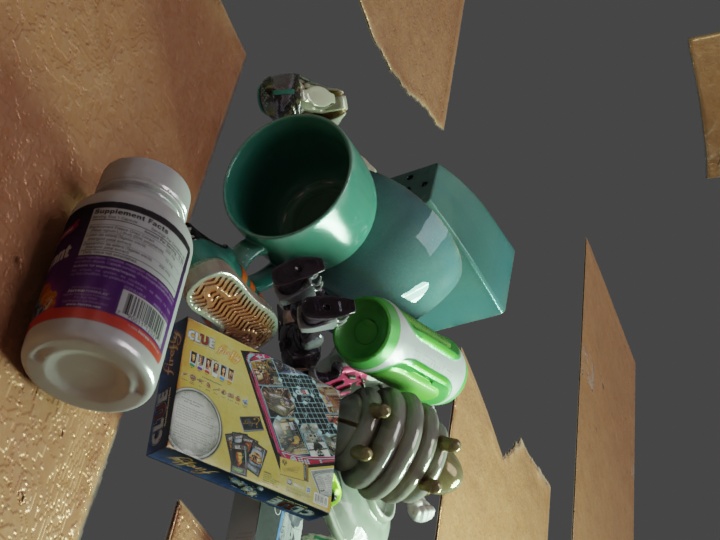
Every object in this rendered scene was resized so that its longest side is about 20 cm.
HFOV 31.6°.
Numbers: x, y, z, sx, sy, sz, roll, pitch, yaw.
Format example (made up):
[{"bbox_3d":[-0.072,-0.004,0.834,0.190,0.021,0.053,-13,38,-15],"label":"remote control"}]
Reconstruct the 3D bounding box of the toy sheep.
[{"bbox_3d":[0.027,0.189,1.393,0.199,0.138,0.139,32,42,-16],"label":"toy sheep"}]

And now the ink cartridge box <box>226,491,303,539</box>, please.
[{"bbox_3d":[-0.104,0.310,1.280,0.100,0.039,0.202,58,32,-46],"label":"ink cartridge box"}]

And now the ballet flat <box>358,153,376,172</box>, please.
[{"bbox_3d":[0.004,-0.094,1.573,0.200,0.073,0.073,46,35,-21],"label":"ballet flat"}]

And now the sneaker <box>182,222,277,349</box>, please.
[{"bbox_3d":[-0.137,0.018,1.263,0.080,0.071,0.200,62,-3,28],"label":"sneaker"}]

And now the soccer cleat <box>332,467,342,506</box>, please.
[{"bbox_3d":[-0.076,0.179,1.351,0.201,0.067,0.082,55,21,-37],"label":"soccer cleat"}]

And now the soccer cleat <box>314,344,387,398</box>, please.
[{"bbox_3d":[-0.016,0.110,1.551,0.200,0.069,0.087,23,45,-67],"label":"soccer cleat"}]

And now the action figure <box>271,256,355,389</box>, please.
[{"bbox_3d":[-0.055,0.062,1.334,0.200,0.069,0.131,103,-33,-64],"label":"action figure"}]

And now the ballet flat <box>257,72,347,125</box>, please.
[{"bbox_3d":[-0.054,-0.200,1.555,0.200,0.071,0.073,2,80,-68],"label":"ballet flat"}]

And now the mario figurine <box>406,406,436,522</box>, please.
[{"bbox_3d":[0.083,0.250,1.663,0.124,0.106,0.200,49,10,12],"label":"mario figurine"}]

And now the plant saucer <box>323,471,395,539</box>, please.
[{"bbox_3d":[0.000,0.248,1.497,0.200,0.050,0.202,-18,90,-74],"label":"plant saucer"}]

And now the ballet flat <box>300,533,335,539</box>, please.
[{"bbox_3d":[-0.021,0.385,1.418,0.072,0.071,0.202,-53,130,-61],"label":"ballet flat"}]

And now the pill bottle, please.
[{"bbox_3d":[-0.201,0.006,1.057,0.112,0.110,0.202,59,31,-43],"label":"pill bottle"}]

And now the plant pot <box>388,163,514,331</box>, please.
[{"bbox_3d":[0.111,-0.042,1.817,0.201,0.140,0.142,58,31,-30],"label":"plant pot"}]

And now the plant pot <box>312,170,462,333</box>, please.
[{"bbox_3d":[0.000,0.000,1.491,0.135,0.199,0.201,-50,133,-28],"label":"plant pot"}]

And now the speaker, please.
[{"bbox_3d":[0.048,0.093,1.429,0.200,0.088,0.090,33,51,-55],"label":"speaker"}]

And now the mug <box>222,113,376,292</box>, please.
[{"bbox_3d":[-0.072,-0.068,1.386,0.115,0.184,0.153,50,13,-56],"label":"mug"}]

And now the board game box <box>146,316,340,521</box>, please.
[{"bbox_3d":[-0.107,0.146,1.235,0.199,0.034,0.137,30,51,-33],"label":"board game box"}]
